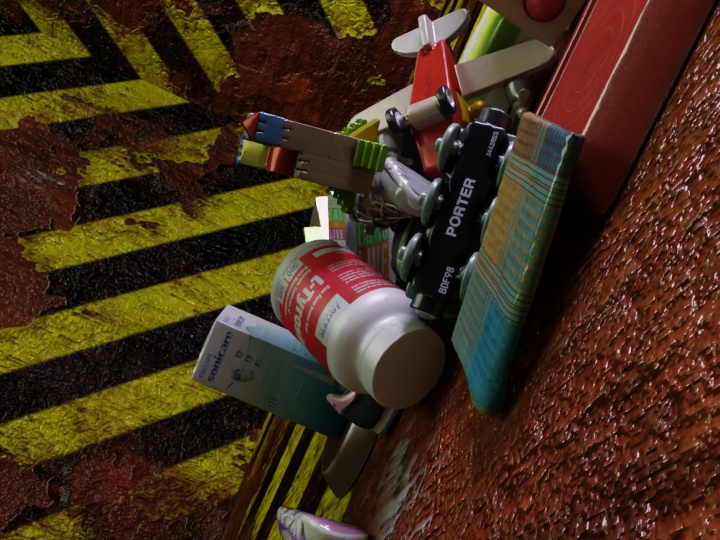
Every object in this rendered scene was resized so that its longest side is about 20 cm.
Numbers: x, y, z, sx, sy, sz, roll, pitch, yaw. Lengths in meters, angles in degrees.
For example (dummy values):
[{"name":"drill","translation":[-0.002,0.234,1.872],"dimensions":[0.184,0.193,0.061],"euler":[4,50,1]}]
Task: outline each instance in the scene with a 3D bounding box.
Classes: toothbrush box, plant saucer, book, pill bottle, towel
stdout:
[{"name":"toothbrush box","translation":[-0.108,0.128,1.017],"dimensions":[0.146,0.198,0.086],"euler":[-129,64,-83]},{"name":"plant saucer","translation":[0.185,-0.153,0.584],"dimensions":[0.200,0.036,0.202],"euler":[-94,27,-78]},{"name":"book","translation":[0.000,0.000,0.989],"dimensions":[0.133,0.048,0.203],"euler":[-21,-69,-62]},{"name":"pill bottle","translation":[-0.004,0.053,0.793],"dimensions":[0.200,0.111,0.113],"euler":[37,106,50]},{"name":"towel","translation":[0.113,-0.011,0.575],"dimensions":[0.147,0.021,0.202],"euler":[-93,17,-73]},{"name":"plant saucer","translation":[-0.006,0.190,1.001],"dimensions":[0.200,0.034,0.202],"euler":[-157,89,-85]}]

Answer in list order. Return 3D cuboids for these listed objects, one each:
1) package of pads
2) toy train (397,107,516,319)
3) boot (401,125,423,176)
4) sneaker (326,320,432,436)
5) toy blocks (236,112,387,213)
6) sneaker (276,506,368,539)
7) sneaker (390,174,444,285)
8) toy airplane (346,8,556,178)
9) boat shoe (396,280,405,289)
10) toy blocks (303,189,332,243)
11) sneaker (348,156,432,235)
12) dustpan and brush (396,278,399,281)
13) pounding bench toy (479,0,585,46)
[{"name":"package of pads","translation":[0.160,-0.242,1.002],"dimensions":[0.155,0.068,0.201],"euler":[-78,13,-58]},{"name":"toy train","translation":[0.099,-0.047,0.726],"dimensions":[0.114,0.084,0.202],"euler":[33,-104,-73]},{"name":"boot","translation":[0.064,-0.148,1.124],"dimensions":[0.097,0.074,0.202],"euler":[-59,-9,-58]},{"name":"sneaker","translation":[0.028,0.077,0.873],"dimensions":[0.070,0.081,0.202],"euler":[124,169,-73]},{"name":"toy blocks","translation":[-0.067,-0.126,0.819],"dimensions":[0.200,0.135,0.101],"euler":[-146,69,-72]},{"name":"sneaker","translation":[-0.052,0.299,0.803],"dimensions":[0.200,0.080,0.089],"euler":[134,151,-72]},{"name":"sneaker","translation":[0.065,-0.040,0.913],"dimensions":[0.106,0.075,0.201],"euler":[-30,22,43]},{"name":"toy airplane","translation":[0.097,-0.193,0.879],"dimensions":[0.200,0.141,0.199],"euler":[-49,39,-8]},{"name":"boat shoe","translation":[0.020,0.030,1.177],"dimensions":[0.200,0.073,0.075],"euler":[-90,25,-76]},{"name":"toy blocks","translation":[-0.039,-0.007,1.139],"dimensions":[0.137,0.099,0.202],"euler":[108,155,-58]},{"name":"sneaker","translation":[0.034,-0.070,0.837],"dimensions":[0.083,0.074,0.200],"euler":[-61,13,2]},{"name":"dustpan and brush","translation":[0.073,-0.024,1.069],"dimensions":[0.140,0.057,0.200],"euler":[-56,4,27]},{"name":"pounding bench toy","translation":[0.152,-0.354,0.805],"dimensions":[0.125,0.199,0.157],"euler":[-55,10,32]}]
